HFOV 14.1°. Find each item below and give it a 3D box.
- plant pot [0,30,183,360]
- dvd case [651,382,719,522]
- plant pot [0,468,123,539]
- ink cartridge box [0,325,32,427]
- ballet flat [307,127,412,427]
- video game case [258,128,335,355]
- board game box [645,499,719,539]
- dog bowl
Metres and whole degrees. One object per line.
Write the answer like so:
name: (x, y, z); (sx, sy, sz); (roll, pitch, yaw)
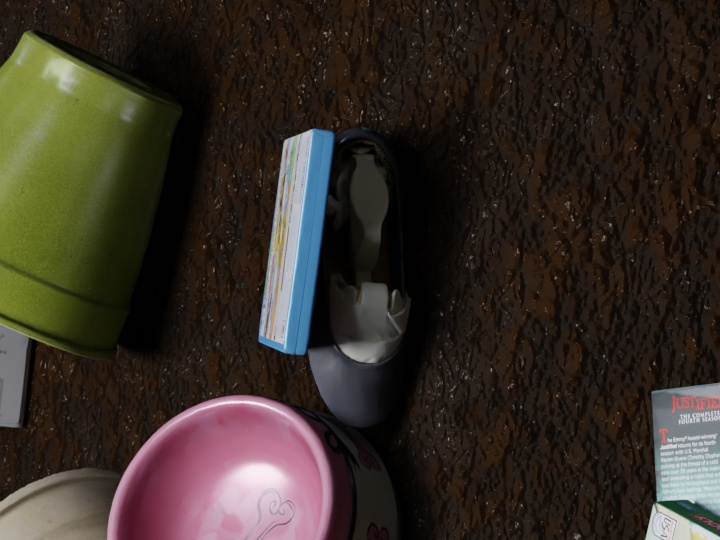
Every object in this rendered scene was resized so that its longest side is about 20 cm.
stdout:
plant pot: (-0.227, -0.065, 2.134); (0.200, 0.200, 0.193); (34, 98, 50)
dvd case: (0.222, 0.160, 1.613); (0.146, 0.022, 0.200); (-12, 80, 51)
plant pot: (-0.181, 0.272, 2.012); (0.183, 0.200, 0.201); (45, 120, 34)
ink cartridge box: (-0.345, 0.030, 2.338); (0.200, 0.084, 0.176); (3, 86, 53)
ballet flat: (0.000, 0.000, 1.896); (0.073, 0.073, 0.200); (-16, 69, 50)
video game case: (-0.043, -0.019, 1.925); (0.200, 0.018, 0.143); (-175, 92, -83)
board game box: (0.194, 0.243, 1.606); (0.135, 0.029, 0.200); (27, 110, 50)
dog bowl: (-0.077, 0.170, 1.898); (0.200, 0.074, 0.200); (-11, 62, 21)
